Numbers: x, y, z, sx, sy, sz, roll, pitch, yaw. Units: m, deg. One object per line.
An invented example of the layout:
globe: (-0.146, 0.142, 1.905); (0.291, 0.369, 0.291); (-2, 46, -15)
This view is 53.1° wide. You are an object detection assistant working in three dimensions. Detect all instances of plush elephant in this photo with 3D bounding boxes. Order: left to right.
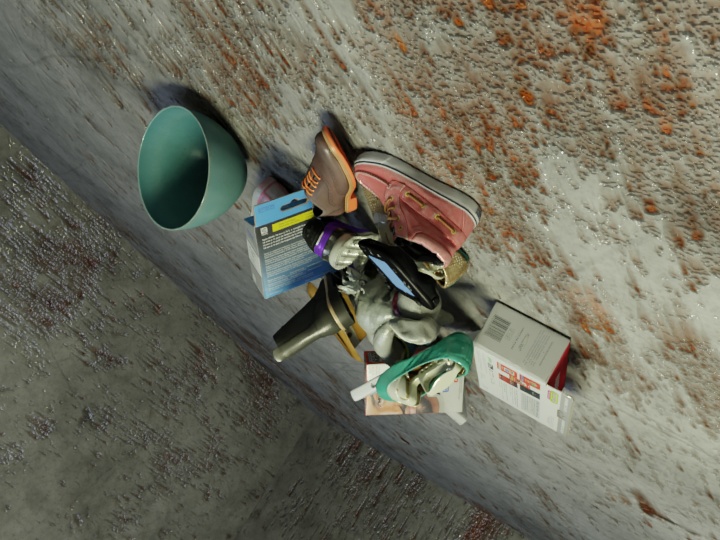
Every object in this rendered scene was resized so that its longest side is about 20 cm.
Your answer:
plush elephant: (0.076, 0.056, 1.145); (0.152, 0.169, 0.199); (4, 160, 35)

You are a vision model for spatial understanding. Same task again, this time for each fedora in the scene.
fedora: (-0.030, 0.089, 1.460); (0.202, 0.081, 0.201); (53, 172, 11)

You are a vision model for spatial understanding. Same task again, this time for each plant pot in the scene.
plant pot: (-0.274, -0.172, 1.245); (0.197, 0.205, 0.133); (23, -164, 36)

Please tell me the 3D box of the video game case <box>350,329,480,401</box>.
video game case: (0.102, 0.163, 1.245); (0.180, 0.198, 0.022); (-34, 76, 32)

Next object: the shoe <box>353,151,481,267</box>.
shoe: (0.055, -0.081, 0.949); (0.197, 0.092, 0.072); (29, 162, 24)

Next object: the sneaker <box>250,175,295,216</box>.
sneaker: (-0.150, -0.089, 1.351); (0.104, 0.076, 0.201); (39, 159, 7)

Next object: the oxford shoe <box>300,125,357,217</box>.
oxford shoe: (-0.049, -0.129, 1.026); (0.201, 0.071, 0.072); (79, 166, -65)

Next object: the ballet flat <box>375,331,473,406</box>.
ballet flat: (0.091, 0.165, 1.096); (0.067, 0.071, 0.199); (39, 125, -21)

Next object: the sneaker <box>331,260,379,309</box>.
sneaker: (0.000, 0.000, 1.298); (0.202, 0.087, 0.078); (54, 138, 24)

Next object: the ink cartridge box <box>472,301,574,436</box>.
ink cartridge box: (0.278, 0.164, 1.161); (0.173, 0.085, 0.201); (29, 162, 24)

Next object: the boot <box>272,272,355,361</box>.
boot: (-0.088, 0.076, 1.198); (0.079, 0.136, 0.200); (59, 180, -8)

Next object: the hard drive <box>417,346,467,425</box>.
hard drive: (0.149, 0.222, 1.530); (0.199, 0.027, 0.133); (42, -155, -16)

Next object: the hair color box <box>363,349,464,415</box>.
hair color box: (0.104, 0.220, 1.422); (0.194, 0.114, 0.064); (-1, -161, -4)

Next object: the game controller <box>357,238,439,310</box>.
game controller: (0.048, 0.001, 0.985); (0.104, 0.042, 0.200); (39, 177, -13)

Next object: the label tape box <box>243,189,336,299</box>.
label tape box: (-0.116, -0.066, 1.201); (0.064, 0.141, 0.203); (51, 153, 40)

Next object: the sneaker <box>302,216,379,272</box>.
sneaker: (-0.037, -0.053, 1.163); (0.098, 0.071, 0.200); (31, -174, 15)

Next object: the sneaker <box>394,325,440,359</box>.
sneaker: (0.088, 0.127, 1.355); (0.078, 0.132, 0.201); (26, 161, 22)

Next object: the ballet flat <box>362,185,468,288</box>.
ballet flat: (0.072, -0.048, 1.048); (0.198, 0.066, 0.070); (38, 163, -4)
